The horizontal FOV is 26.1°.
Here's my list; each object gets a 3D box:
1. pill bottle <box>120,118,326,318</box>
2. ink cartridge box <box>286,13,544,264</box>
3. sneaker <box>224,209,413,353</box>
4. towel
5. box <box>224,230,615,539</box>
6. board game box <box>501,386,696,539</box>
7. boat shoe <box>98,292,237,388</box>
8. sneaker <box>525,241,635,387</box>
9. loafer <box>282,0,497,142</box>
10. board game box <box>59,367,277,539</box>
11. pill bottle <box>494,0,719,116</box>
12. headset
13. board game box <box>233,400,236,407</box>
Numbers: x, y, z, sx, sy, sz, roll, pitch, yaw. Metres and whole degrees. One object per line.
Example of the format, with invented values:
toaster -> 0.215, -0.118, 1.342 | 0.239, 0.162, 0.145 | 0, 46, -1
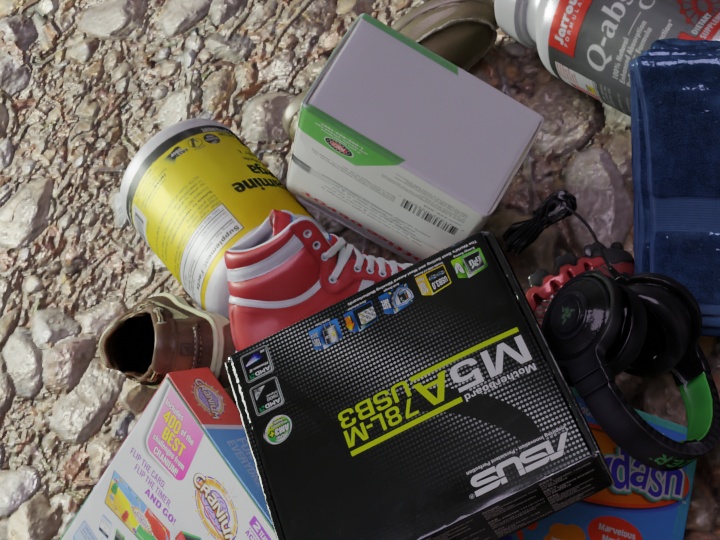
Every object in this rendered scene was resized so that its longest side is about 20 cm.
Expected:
pill bottle -> -0.093, -0.021, 1.208 | 0.112, 0.112, 0.200 | -43, 57, -1
ink cartridge box -> 0.031, -0.082, 1.106 | 0.146, 0.200, 0.084 | 30, 76, 1
sneaker -> 0.000, 0.000, 1.097 | 0.199, 0.071, 0.113 | -15, 99, -16
towel -> 0.239, -0.054, 1.048 | 0.111, 0.049, 0.201 | 4, 107, 25
box -> 0.030, 0.092, 0.964 | 0.200, 0.048, 0.193 | -26, 46, 6
board game box -> 0.129, 0.178, 0.999 | 0.152, 0.045, 0.201 | 19, 69, -12
boat shoe -> -0.161, 0.051, 1.170 | 0.202, 0.075, 0.075 | -7, 79, 62
sneaker -> 0.127, 0.065, 1.093 | 0.200, 0.071, 0.098 | -39, 66, -5
loafer -> 0.032, -0.145, 1.242 | 0.200, 0.076, 0.068 | -35, 56, 17
board game box -> -0.126, 0.191, 1.087 | 0.153, 0.040, 0.200 | 52, 124, 24
pill bottle -> 0.203, -0.178, 1.151 | 0.200, 0.116, 0.116 | 34, 82, 33
headset -> 0.160, 0.041, 1.017 | 0.094, 0.123, 0.200 | -36, 66, 37
board game box -> -0.055, 0.195, 1.078 | 0.135, 0.028, 0.200 | -46, 65, 30
